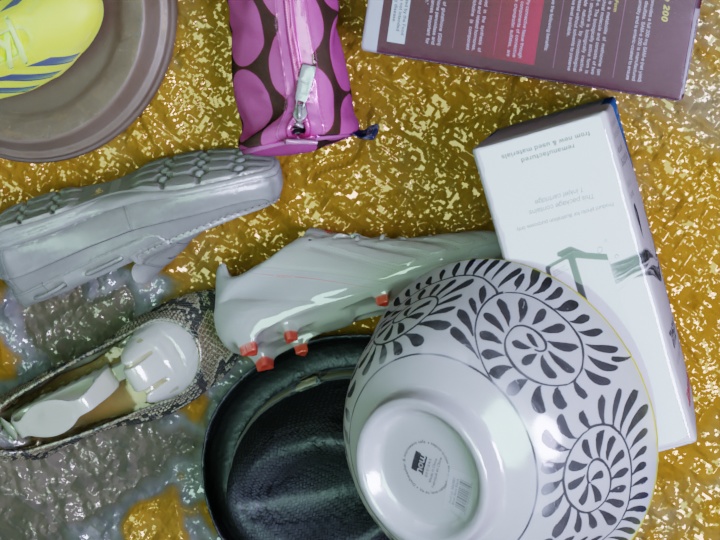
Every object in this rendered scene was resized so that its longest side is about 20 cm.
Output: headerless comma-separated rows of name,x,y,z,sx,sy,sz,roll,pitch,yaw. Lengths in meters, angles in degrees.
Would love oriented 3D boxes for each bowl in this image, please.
bowl,0.058,0.101,1.110,0.201,0.094,0.201,12,111,33

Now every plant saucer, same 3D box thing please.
plant saucer,-0.219,-0.169,1.286,0.200,0.029,0.200,2,98,11

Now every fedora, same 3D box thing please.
fedora,-0.013,0.137,1.258,0.200,0.092,0.201,2,99,10

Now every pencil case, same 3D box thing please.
pencil case,-0.048,-0.172,1.220,0.091,0.094,0.200,-9,96,7

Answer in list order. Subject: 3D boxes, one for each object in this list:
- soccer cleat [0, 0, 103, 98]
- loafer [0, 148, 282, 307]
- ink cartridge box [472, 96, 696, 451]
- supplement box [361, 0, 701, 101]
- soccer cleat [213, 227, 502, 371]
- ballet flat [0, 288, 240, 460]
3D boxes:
soccer cleat,-0.257,-0.133,1.241,0.200,0.084,0.065,-18,94,12
loafer,-0.142,-0.028,1.277,0.200,0.070,0.070,-14,113,11
ink cartridge box,0.138,0.005,1.185,0.084,0.146,0.200,-15,96,11
supplement box,0.109,-0.174,1.207,0.200,0.061,0.109,11,101,10
soccer cleat,0.000,0.000,1.252,0.200,0.069,0.078,-17,64,5
ballet flat,-0.163,0.076,1.287,0.200,0.075,0.068,-26,92,13
